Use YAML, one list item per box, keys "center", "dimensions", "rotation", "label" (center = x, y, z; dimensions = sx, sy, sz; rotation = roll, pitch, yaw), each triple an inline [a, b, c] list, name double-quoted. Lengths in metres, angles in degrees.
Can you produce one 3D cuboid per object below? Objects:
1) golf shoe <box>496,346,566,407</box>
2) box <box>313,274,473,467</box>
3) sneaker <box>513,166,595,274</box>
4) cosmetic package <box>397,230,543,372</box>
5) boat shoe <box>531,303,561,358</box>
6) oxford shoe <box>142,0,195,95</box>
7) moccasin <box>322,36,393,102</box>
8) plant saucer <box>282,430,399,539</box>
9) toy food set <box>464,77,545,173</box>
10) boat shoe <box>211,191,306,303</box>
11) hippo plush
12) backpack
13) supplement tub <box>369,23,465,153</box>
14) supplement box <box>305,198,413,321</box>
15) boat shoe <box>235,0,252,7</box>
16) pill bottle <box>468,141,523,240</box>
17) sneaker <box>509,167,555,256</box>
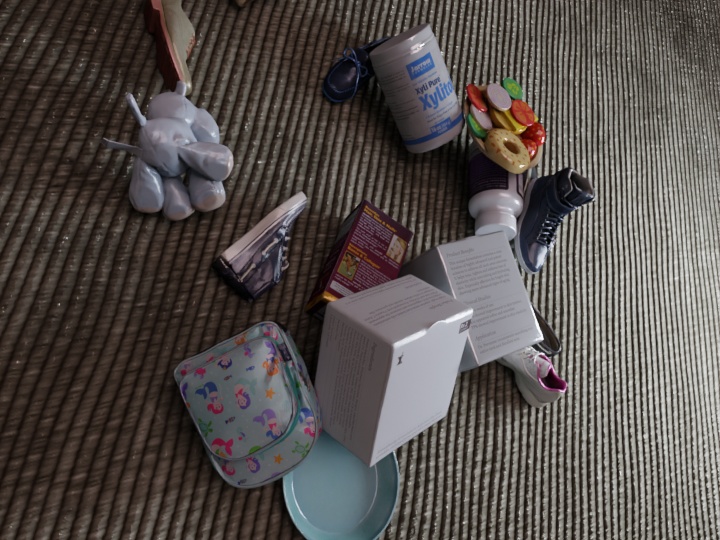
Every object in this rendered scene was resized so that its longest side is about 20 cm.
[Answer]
- center: [0.310, 0.162, 1.140]
  dimensions: [0.075, 0.091, 0.201]
  rotation: [-40, 92, -32]
  label: "golf shoe"
- center: [0.045, 0.138, 0.898]
  dimensions: [0.129, 0.205, 0.196]
  rotation: [28, 29, 35]
  label: "box"
- center: [0.374, -0.100, 1.171]
  dimensions: [0.075, 0.145, 0.208]
  rotation: [18, 76, -23]
  label: "sneaker"
- center: [0.179, 0.063, 1.058]
  dimensions: [0.164, 0.166, 0.205]
  rotation: [-12, 78, -31]
  label: "cosmetic package"
- center: [0.317, 0.088, 1.187]
  dimensions: [0.073, 0.060, 0.202]
  rotation: [-33, 90, -33]
  label: "boat shoe"
- center: [-0.304, -0.382, 1.012]
  dimensions: [0.072, 0.070, 0.205]
  rotation: [-11, 77, -34]
  label: "oxford shoe"
- center: [-0.003, -0.408, 1.188]
  dimensions: [0.080, 0.068, 0.201]
  rotation: [43, 58, -8]
  label: "moccasin"
- center: [-0.032, 0.317, 0.924]
  dimensions: [0.195, 0.036, 0.206]
  rotation: [11, 66, -26]
  label: "plant saucer"
- center: [0.280, -0.284, 1.180]
  dimensions: [0.198, 0.049, 0.200]
  rotation: [-30, 83, -37]
  label: "toy food set"
- center: [-0.141, -0.036, 0.980]
  dimensions: [0.200, 0.074, 0.093]
  rotation: [-44, 101, -26]
  label: "boat shoe"
- center: [-0.293, -0.187, 0.927]
  dimensions: [0.197, 0.159, 0.163]
  rotation: [28, 28, -34]
  label: "hippo plush"
- center: [-0.146, 0.187, 0.836]
  dimensions: [0.174, 0.151, 0.204]
  rotation: [-24, 90, -2]
  label: "backpack"
- center: [0.110, -0.342, 1.155]
  dimensions: [0.132, 0.130, 0.203]
  rotation: [-45, 119, -33]
  label: "supplement tub"
- center: [0.000, 0.000, 1.029]
  dimensions: [0.109, 0.085, 0.204]
  rotation: [31, 60, -15]
  label: "supplement box"
- center: [-0.166, -0.555, 1.155]
  dimensions: [0.198, 0.072, 0.066]
  rotation: [-36, 99, -31]
  label: "boat shoe"
- center: [0.272, -0.164, 1.226]
  dimensions: [0.109, 0.111, 0.205]
  rotation: [16, 65, -23]
  label: "pill bottle"
- center: [0.362, -0.131, 1.294]
  dimensions: [0.104, 0.074, 0.206]
  rotation: [18, 74, -26]
  label: "sneaker"
